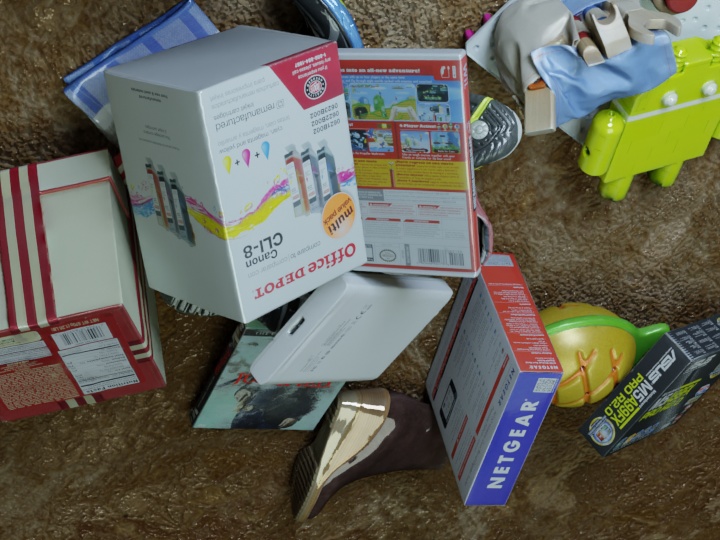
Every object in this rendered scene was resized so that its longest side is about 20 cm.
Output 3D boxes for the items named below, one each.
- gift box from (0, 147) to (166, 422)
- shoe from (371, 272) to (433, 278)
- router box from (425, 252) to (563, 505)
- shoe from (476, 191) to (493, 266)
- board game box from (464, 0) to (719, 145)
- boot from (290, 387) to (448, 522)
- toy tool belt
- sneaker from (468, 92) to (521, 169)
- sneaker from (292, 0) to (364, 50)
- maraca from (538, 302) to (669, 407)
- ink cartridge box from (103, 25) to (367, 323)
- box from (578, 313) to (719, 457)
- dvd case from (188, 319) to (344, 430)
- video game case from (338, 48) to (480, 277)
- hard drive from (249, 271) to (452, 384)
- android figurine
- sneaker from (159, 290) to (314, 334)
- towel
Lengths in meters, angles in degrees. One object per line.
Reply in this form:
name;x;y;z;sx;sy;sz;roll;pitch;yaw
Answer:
gift box;-0.269;-0.003;1.216;0.183;0.188;0.200;-10;148;-4
shoe;0.000;0.000;1.391;0.199;0.054;0.070;20;123;-30
router box;0.134;0.114;1.447;0.049;0.180;0.201;3;131;-17
shoe;0.078;-0.092;1.305;0.071;0.091;0.201;-22;133;4
board game box;0.226;-0.227;1.272;0.200;0.026;0.200;31;117;-36
boot;0.020;0.222;1.582;0.165;0.073;0.201;11;123;-22
toy tool belt;0.220;-0.190;1.201;0.199;0.123;0.125;-25;133;6
sneaker;0.055;-0.106;1.227;0.199;0.076;0.076;-13;168;29
sneaker;-0.037;-0.175;1.211;0.082;0.071;0.200;-19;137;-7
maraca;0.250;0.093;1.512;0.199;0.107;0.137;3;144;-25
ink cartridge box;-0.101;-0.083;1.151;0.145;0.144;0.201;-27;120;-35
box;0.348;0.124;1.546;0.200;0.044;0.160;-10;143;-53
dvd case;-0.085;0.111;1.454;0.145;0.022;0.200;4;142;-24
video game case;0.027;-0.090;1.178;0.142;0.017;0.201;4;117;20
hard drive;-0.005;0.056;1.320;0.132;0.026;0.200;-48;156;20
android figurine;0.294;-0.147;1.322;0.181;0.041;0.200;-15;147;-22
sneaker;-0.097;0.012;1.347;0.199;0.090;0.079;16;103;-13
towel;-0.155;-0.137;1.244;0.146;0.024;0.200;-30;132;10
